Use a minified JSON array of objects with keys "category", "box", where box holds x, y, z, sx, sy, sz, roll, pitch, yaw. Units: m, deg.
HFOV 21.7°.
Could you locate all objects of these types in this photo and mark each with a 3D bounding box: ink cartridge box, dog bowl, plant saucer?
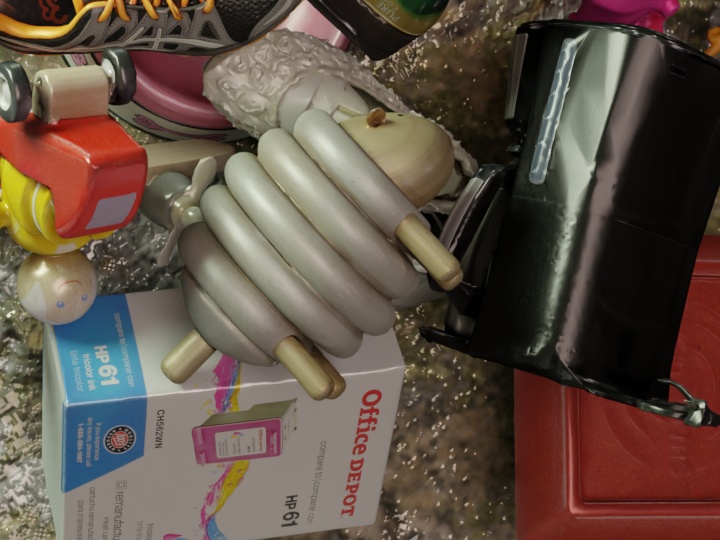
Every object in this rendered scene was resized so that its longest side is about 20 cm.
[{"category":"ink cartridge box","box":[-0.083,0.086,1.101,0.198,0.085,0.145,-7,135,-16]},{"category":"dog bowl","box":[-0.086,-0.173,1.106,0.198,0.074,0.202,-2,98,-15]},{"category":"plant saucer","box":[0.194,0.074,1.174,0.198,0.037,0.202,2,83,-17]}]

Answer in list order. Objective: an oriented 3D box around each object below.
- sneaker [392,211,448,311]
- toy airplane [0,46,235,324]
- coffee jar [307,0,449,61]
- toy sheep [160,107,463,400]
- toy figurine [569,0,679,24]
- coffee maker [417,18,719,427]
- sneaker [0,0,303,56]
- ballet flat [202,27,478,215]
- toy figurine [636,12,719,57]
[{"category":"sneaker","box":[0.000,0.000,1.162,0.198,0.074,0.080,-4,129,-22]},{"category":"toy airplane","box":[-0.183,-0.040,1.032,0.198,0.199,0.143,-9,95,13]},{"category":"coffee jar","box":[0.043,-0.208,1.013,0.104,0.086,0.200,41,123,-14]},{"category":"toy sheep","box":[-0.029,-0.008,1.006,0.200,0.138,0.138,-42,106,-1]},{"category":"toy figurine","box":[0.134,-0.236,1.105,0.149,0.199,0.186,-19,111,-42]},{"category":"coffee maker","box":[0.148,-0.030,1.062,0.191,0.134,0.202,16,90,26]},{"category":"sneaker","box":[-0.121,-0.151,1.006,0.198,0.077,0.079,-9,91,11]},{"category":"ballet flat","box":[0.001,-0.082,1.085,0.199,0.072,0.072,23,90,-39]},{"category":"toy figurine","box":[0.248,-0.136,1.168,0.184,0.201,0.150,-37,144,4]}]
